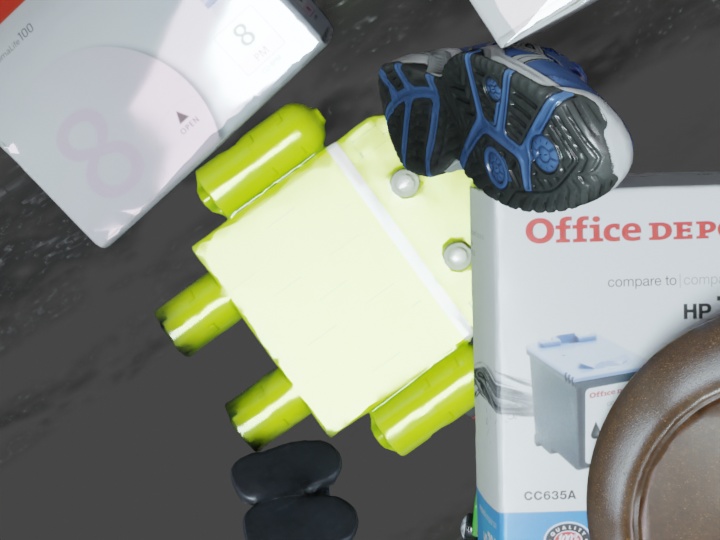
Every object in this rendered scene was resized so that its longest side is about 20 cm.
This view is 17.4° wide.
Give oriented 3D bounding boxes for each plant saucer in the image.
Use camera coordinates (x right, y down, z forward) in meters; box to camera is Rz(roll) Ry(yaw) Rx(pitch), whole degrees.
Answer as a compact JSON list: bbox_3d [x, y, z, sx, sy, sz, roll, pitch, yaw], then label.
[{"bbox_3d":[0.197,0.116,1.065,0.200,0.032,0.200,4,104,17],"label":"plant saucer"}]

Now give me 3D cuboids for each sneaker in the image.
[{"bbox_3d":[0.077,-0.077,1.090,0.077,0.200,0.076,-18,109,-18],"label":"sneaker"}]

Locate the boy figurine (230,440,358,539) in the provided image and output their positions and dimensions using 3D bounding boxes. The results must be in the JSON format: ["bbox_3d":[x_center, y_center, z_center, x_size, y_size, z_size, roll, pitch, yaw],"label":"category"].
[{"bbox_3d":[-0.029,0.174,1.230,0.064,0.124,0.200,-10,138,-8],"label":"boy figurine"}]

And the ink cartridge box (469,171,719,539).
[{"bbox_3d":[0.131,0.055,1.147,0.146,0.086,0.200,-2,96,-3],"label":"ink cartridge box"}]

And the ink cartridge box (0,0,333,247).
[{"bbox_3d":[-0.139,-0.137,1.193,0.163,0.057,0.200,-42,101,15],"label":"ink cartridge box"}]

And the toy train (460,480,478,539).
[{"bbox_3d":[0.152,0.137,1.225,0.200,0.042,0.056,6,133,5],"label":"toy train"}]

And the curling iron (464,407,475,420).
[{"bbox_3d":[0.068,0.059,1.232,0.200,0.026,0.050,19,85,6],"label":"curling iron"}]

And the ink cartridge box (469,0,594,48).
[{"bbox_3d":[0.054,-0.208,1.087,0.085,0.146,0.200,-34,91,14],"label":"ink cartridge box"}]

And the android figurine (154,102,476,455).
[{"bbox_3d":[0.000,0.000,1.201,0.200,0.041,0.182,-34,92,7],"label":"android figurine"}]
